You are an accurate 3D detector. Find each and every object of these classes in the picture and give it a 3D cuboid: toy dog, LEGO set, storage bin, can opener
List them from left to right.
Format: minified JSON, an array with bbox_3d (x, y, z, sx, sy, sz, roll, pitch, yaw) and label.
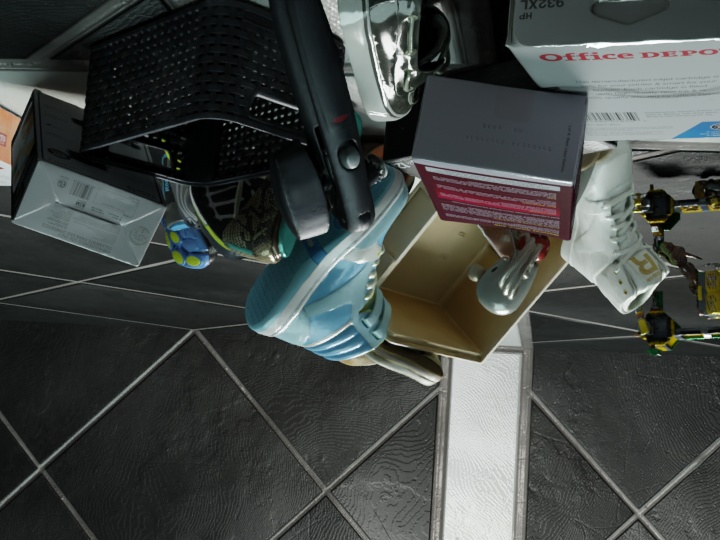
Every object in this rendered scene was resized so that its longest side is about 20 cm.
[{"bbox_3d":[-0.121,-0.136,0.930,0.135,0.094,0.199,13,166,-42],"label":"storage bin"},{"bbox_3d":[-0.027,-0.111,0.821,0.078,0.201,0.063,-30,-140,-28],"label":"can opener"},{"bbox_3d":[0.112,-0.018,1.190,0.198,0.200,0.094,16,-152,-53],"label":"storage bin"},{"bbox_3d":[0.140,-0.069,1.011,0.096,0.201,0.132,31,174,14],"label":"toy dog"},{"bbox_3d":[0.338,-0.012,1.168,0.153,0.201,0.116,5,170,28],"label":"LEGO set"}]

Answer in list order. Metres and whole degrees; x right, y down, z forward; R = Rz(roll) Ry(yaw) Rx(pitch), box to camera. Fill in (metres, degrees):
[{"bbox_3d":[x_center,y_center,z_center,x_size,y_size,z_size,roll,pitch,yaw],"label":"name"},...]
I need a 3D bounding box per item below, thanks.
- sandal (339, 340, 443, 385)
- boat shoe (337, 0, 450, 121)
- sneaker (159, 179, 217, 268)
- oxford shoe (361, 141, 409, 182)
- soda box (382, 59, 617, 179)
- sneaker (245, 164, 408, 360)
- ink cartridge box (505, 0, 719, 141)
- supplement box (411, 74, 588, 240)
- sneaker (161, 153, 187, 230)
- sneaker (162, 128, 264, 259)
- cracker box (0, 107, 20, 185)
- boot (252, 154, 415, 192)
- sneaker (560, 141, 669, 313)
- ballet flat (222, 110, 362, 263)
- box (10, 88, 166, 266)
[{"bbox_3d":[-0.004,0.068,1.178,0.200,0.080,0.054,32,117,-19],"label":"sandal"},{"bbox_3d":[0.031,-0.155,0.815,0.063,0.071,0.200,3,169,10],"label":"boat shoe"},{"bbox_3d":[-0.188,-0.063,1.339,0.082,0.071,0.200,-4,-157,-13],"label":"sneaker"},{"bbox_3d":[-0.039,-0.071,1.131,0.073,0.072,0.200,20,-143,37],"label":"oxford shoe"},{"bbox_3d":[0.112,-0.125,0.949,0.199,0.071,0.063,-6,163,43],"label":"soda box"},{"bbox_3d":[0.000,0.000,1.064,0.130,0.080,0.200,31,114,-32],"label":"sneaker"},{"bbox_3d":[0.190,-0.150,0.736,0.144,0.084,0.200,2,171,23],"label":"ink cartridge box"},{"bbox_3d":[0.104,-0.075,0.831,0.108,0.061,0.200,10,172,10],"label":"supplement box"},{"bbox_3d":[-0.145,-0.098,1.257,0.073,0.082,0.200,-9,-175,25],"label":"sneaker"},{"bbox_3d":[-0.135,-0.066,1.088,0.074,0.081,0.200,-9,-142,-18],"label":"sneaker"},{"bbox_3d":[-0.438,-0.129,1.209,0.199,0.058,0.134,1,171,15],"label":"cracker box"},{"bbox_3d":[-0.037,-0.081,1.226,0.150,0.200,0.073,32,132,7],"label":"boot"},{"bbox_3d":[0.257,-0.040,1.115,0.073,0.116,0.200,-31,148,-15],"label":"sneaker"},{"bbox_3d":[-0.067,-0.086,1.021,0.075,0.200,0.068,11,137,19],"label":"ballet flat"},{"bbox_3d":[-0.245,-0.087,1.027,0.116,0.060,0.200,20,-162,-25],"label":"box"}]
